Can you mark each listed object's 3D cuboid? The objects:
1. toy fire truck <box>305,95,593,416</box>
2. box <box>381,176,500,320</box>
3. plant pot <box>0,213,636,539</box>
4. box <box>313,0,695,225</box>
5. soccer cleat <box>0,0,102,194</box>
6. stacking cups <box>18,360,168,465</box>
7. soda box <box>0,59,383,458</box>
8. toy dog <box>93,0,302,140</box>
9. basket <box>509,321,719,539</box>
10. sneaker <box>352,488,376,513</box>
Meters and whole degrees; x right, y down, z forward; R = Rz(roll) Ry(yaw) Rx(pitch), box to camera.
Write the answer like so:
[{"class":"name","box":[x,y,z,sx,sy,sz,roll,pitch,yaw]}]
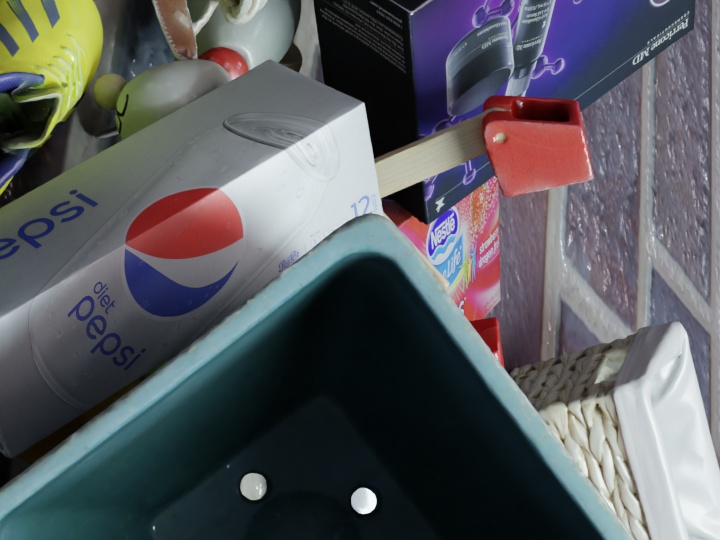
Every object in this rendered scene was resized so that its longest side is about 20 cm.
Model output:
[{"class":"toy fire truck","box":[0.011,0.002,0.890,0.049,0.199,0.141,-81,162,-70]},{"class":"box","box":[0.000,0.000,1.029,0.200,0.095,0.100,-40,132,-59]},{"class":"plant pot","box":[-0.018,0.119,0.781,0.196,0.196,0.200,52,-6,1]},{"class":"box","box":[0.076,-0.139,0.963,0.200,0.079,0.141,-37,147,-24]},{"class":"soccer cleat","box":[-0.145,-0.067,0.805,0.065,0.084,0.200,68,29,-21]},{"class":"stacking cups","box":[-0.089,0.009,0.881,0.200,0.060,0.061,-52,128,-44]},{"class":"soda box","box":[-0.087,-0.010,0.797,0.200,0.068,0.064,-32,131,-27]},{"class":"toy dog","box":[-0.085,-0.119,0.925,0.200,0.096,0.132,-34,144,-78]},{"class":"basket","box":[0.167,0.152,1.280,0.136,0.123,0.201,-42,118,-65]},{"class":"sneaker","box":[-0.006,0.171,1.002,0.115,0.075,0.200,-53,131,-58]}]
